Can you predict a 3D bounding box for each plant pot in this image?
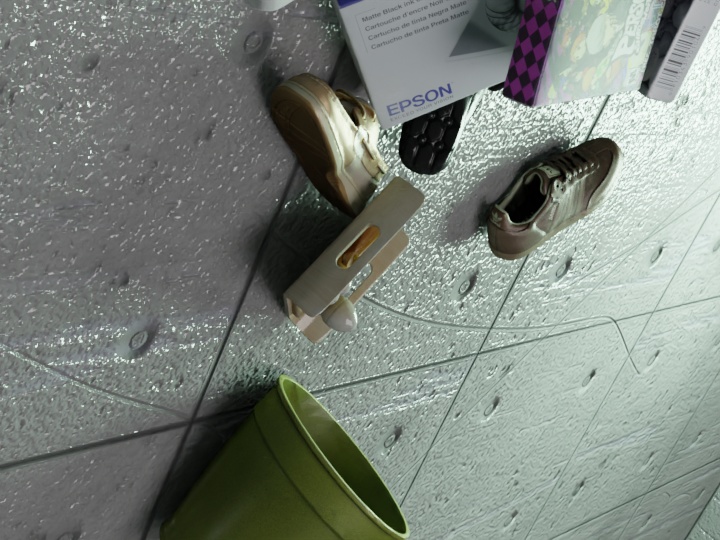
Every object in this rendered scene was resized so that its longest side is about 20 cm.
[{"bbox_3d":[-0.088,0.241,1.271,0.193,0.201,0.200,-39,151,3],"label":"plant pot"}]

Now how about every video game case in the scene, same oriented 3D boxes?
[{"bbox_3d":[0.195,-0.234,1.016,0.181,0.036,0.202,-15,126,-50],"label":"video game case"}]

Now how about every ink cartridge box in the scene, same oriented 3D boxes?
[{"bbox_3d":[0.258,-0.285,1.169,0.043,0.200,0.199,6,119,-32],"label":"ink cartridge box"},{"bbox_3d":[0.079,-0.222,1.025,0.198,0.041,0.201,-22,141,2],"label":"ink cartridge box"}]

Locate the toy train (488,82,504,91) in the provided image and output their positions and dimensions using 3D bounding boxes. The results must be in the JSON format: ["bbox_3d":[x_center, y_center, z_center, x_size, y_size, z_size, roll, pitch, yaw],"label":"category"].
[{"bbox_3d":[0.180,-0.209,1.164,0.199,0.046,0.034,-22,161,36],"label":"toy train"}]

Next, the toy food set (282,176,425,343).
[{"bbox_3d":[0.000,0.000,1.177,0.144,0.060,0.200,-47,176,-8],"label":"toy food set"}]

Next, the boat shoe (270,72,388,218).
[{"bbox_3d":[-0.019,-0.116,1.076,0.069,0.074,0.200,-49,160,-10],"label":"boat shoe"}]

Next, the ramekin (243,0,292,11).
[{"bbox_3d":[-0.072,-0.246,0.735,0.098,0.201,0.201,-39,150,-4],"label":"ramekin"}]

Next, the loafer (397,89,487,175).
[{"bbox_3d":[0.087,-0.182,1.165,0.070,0.068,0.202,-119,-126,-80],"label":"loafer"}]

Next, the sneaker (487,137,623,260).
[{"bbox_3d":[0.220,-0.092,1.433,0.200,0.070,0.076,-42,148,-18],"label":"sneaker"}]
